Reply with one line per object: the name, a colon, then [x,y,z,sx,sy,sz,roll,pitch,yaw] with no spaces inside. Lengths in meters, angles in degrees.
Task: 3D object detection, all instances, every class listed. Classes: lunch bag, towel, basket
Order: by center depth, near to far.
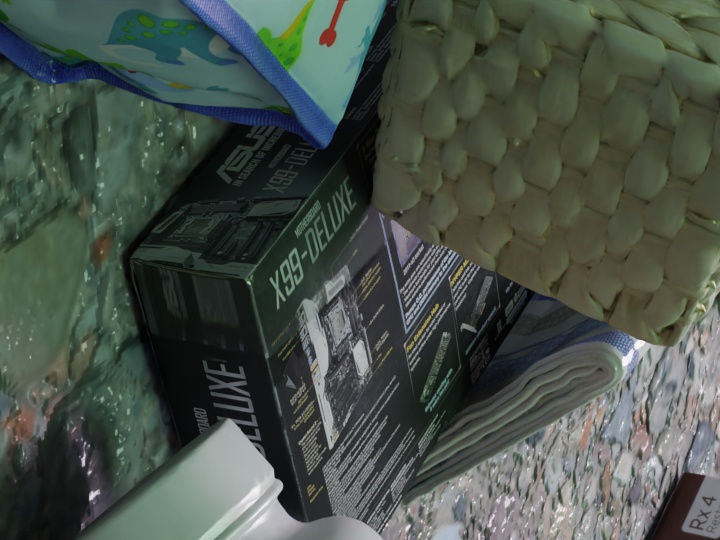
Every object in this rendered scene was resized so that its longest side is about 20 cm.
lunch bag: [-0.056,-0.147,0.626,0.200,0.127,0.170,46,59,-70]
basket: [0.087,-0.077,0.756,0.124,0.135,0.200,-62,172,-22]
towel: [0.094,0.021,0.996,0.024,0.147,0.200,53,41,-4]

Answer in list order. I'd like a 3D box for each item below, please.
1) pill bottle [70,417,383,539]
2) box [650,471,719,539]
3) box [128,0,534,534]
pill bottle: [-0.012,0.150,0.754,0.200,0.111,0.111,52,39,-1]
box: [0.236,0.248,1.310,0.166,0.164,0.200,-58,147,-35]
box: [0.000,0.000,0.877,0.200,0.050,0.158,-54,144,-40]
